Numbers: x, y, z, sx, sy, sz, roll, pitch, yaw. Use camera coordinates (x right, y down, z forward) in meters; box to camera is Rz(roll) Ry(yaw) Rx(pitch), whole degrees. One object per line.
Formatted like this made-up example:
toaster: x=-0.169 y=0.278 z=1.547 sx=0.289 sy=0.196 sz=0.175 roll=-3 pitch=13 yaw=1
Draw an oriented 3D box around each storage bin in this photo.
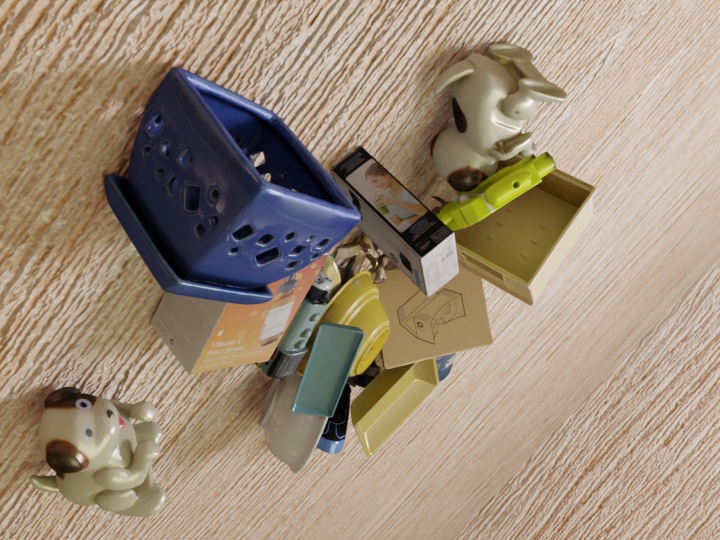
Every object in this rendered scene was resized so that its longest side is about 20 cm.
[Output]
storage bin: x=0.255 y=-0.080 z=1.482 sx=0.201 sy=0.198 sz=0.094 roll=-54 pitch=153 yaw=-10

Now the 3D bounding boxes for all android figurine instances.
android figurine: x=0.198 y=-0.119 z=1.371 sx=0.199 sy=0.041 sz=0.182 roll=-30 pitch=-171 yaw=-4

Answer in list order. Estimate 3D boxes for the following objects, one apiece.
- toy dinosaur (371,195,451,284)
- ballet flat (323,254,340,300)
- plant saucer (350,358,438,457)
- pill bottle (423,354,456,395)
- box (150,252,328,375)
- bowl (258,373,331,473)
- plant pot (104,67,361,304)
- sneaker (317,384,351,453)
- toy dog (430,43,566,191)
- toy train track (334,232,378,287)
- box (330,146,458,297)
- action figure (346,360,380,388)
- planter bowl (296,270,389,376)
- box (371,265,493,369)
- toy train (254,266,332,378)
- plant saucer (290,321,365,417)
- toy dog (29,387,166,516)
toy dinosaur: x=0.069 y=-0.052 z=1.401 sx=0.199 sy=0.137 sz=0.086 roll=1 pitch=166 yaw=-44
ballet flat: x=-0.074 y=0.056 z=1.397 sx=0.070 sy=0.071 sz=0.201 roll=-26 pitch=150 yaw=-30
plant saucer: x=0.055 y=0.228 z=1.625 sx=0.200 sy=0.048 sz=0.200 roll=-44 pitch=155 yaw=-14
pill bottle: x=0.128 y=0.157 z=1.755 sx=0.119 sy=0.120 sz=0.201 roll=-27 pitch=148 yaw=-29
box: x=-0.163 y=0.025 z=1.204 sx=0.152 sy=0.106 sz=0.201 roll=-5 pitch=134 yaw=-50
bowl: x=-0.116 y=0.235 z=1.525 sx=0.201 sy=0.090 sz=0.202 roll=-158 pitch=-90 yaw=-79
plant pot: x=-0.152 y=-0.076 z=0.996 sx=0.180 sy=0.200 sz=0.200 roll=-46 pitch=153 yaw=17
sneaker: x=-0.052 y=0.243 z=1.600 sx=0.070 sy=0.200 sz=0.078 roll=15 pitch=113 yaw=-10
toy dog: x=0.180 y=-0.210 z=1.316 sx=0.193 sy=0.140 sz=0.201 roll=-9 pitch=138 yaw=-35
toy train track: x=0.000 y=0.000 z=1.465 sx=0.114 sy=0.033 sz=0.201 roll=-18 pitch=144 yaw=-40
box: x=0.049 y=-0.069 z=1.260 sx=0.060 sy=0.200 sz=0.117 roll=-37 pitch=153 yaw=-11
action figure: x=0.025 y=0.111 z=1.599 sx=0.130 sy=0.069 sz=0.201 roll=23 pitch=94 yaw=-61
planter bowl: x=-0.011 y=0.106 z=1.428 sx=0.201 sy=0.083 sz=0.201 roll=-52 pitch=165 yaw=-20
box: x=0.121 y=0.069 z=1.539 sx=0.198 sy=0.165 sz=0.021 roll=-11 pitch=-179 yaw=-12
toy train: x=-0.109 y=0.062 z=1.318 sx=0.085 sy=0.114 sz=0.201 roll=-6 pitch=134 yaw=-50
plant saucer: x=-0.052 y=0.153 z=1.370 sx=0.069 sy=0.019 sz=0.201 roll=10 pitch=129 yaw=-12
toy dog: x=-0.362 y=0.233 z=1.207 sx=0.192 sy=0.140 sz=0.201 roll=-2 pitch=147 yaw=1
